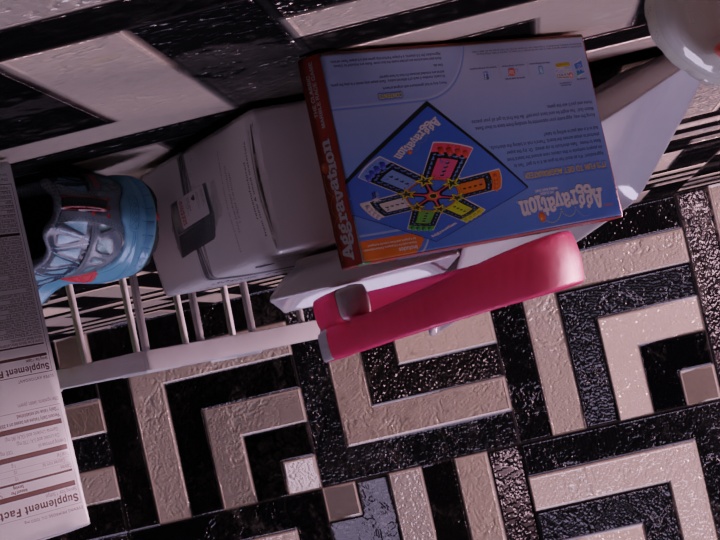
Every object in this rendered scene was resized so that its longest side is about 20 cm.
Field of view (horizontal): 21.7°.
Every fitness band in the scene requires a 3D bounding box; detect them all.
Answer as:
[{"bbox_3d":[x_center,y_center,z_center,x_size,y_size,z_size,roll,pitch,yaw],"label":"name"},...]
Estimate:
[{"bbox_3d":[0.047,0.013,1.057,0.143,0.038,0.200,-16,178,-11],"label":"fitness band"}]

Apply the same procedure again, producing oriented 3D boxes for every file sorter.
[{"bbox_3d":[-0.123,0.004,1.280,0.138,0.126,0.199,-14,177,44],"label":"file sorter"}]

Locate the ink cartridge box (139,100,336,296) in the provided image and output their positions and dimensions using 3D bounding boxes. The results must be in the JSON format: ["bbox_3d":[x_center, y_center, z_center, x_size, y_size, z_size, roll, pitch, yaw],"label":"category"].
[{"bbox_3d":[-0.031,-0.047,1.121,0.145,0.086,0.200,-11,179,-25],"label":"ink cartridge box"}]

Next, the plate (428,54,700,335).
[{"bbox_3d":[0.128,-0.057,1.232,0.199,0.032,0.200,-33,161,-22],"label":"plate"}]

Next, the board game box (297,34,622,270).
[{"bbox_3d":[0.056,-0.064,0.961,0.199,0.104,0.019,-10,176,-44],"label":"board game box"}]

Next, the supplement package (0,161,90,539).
[{"bbox_3d":[-0.277,0.065,1.002,0.190,0.202,0.147,-16,176,39],"label":"supplement package"}]

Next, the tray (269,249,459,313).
[{"bbox_3d":[0.000,0.000,1.106,0.106,0.022,0.200,-15,177,-1],"label":"tray"}]

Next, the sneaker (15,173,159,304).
[{"bbox_3d":[-0.218,-0.018,1.131,0.199,0.080,0.095,-23,159,34],"label":"sneaker"}]

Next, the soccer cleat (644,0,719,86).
[{"bbox_3d":[0.181,-0.117,0.896,0.077,0.070,0.199,-11,-178,40],"label":"soccer cleat"}]
